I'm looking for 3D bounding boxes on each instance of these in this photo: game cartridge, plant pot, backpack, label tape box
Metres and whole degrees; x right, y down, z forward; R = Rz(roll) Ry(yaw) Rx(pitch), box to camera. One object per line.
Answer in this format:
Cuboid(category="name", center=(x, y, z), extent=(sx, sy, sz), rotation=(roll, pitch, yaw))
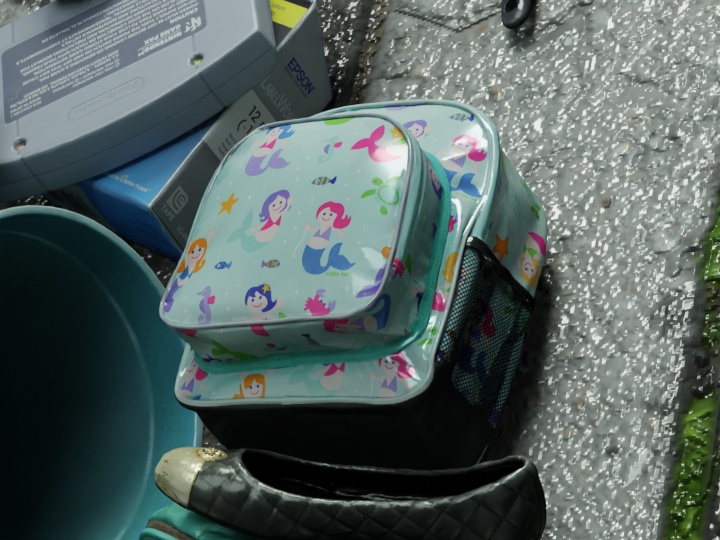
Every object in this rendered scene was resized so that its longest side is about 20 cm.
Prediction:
Cuboid(category="game cartridge", center=(-0.142, -0.118, 1.721), extent=(0.199, 0.041, 0.133), rotation=(-24, 39, 15))
Cuboid(category="plant pot", center=(-0.219, 0.083, 1.588), extent=(0.188, 0.200, 0.201), rotation=(-15, 44, 43))
Cuboid(category="backpack", center=(0.000, 0.000, 1.544), extent=(0.177, 0.151, 0.200), rotation=(-3, 47, 33))
Cuboid(category="label tape box", center=(-0.095, -0.111, 1.757), extent=(0.143, 0.066, 0.200), rotation=(22, 66, 44))

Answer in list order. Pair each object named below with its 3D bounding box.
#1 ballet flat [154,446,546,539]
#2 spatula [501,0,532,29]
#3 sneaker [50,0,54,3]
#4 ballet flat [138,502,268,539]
Cuboid(category="ballet flat", center=(-0.005, 0.105, 1.471), extent=(0.199, 0.057, 0.066), rotation=(6, 21, 11))
Cuboid(category="spatula", center=(0.094, -0.216, 1.756), extent=(0.056, 0.021, 0.201), rotation=(-26, 44, 30))
Cuboid(category="sneaker", center=(-0.172, -0.208, 1.820), extent=(0.075, 0.081, 0.200), rotation=(-26, -2, -4))
Cuboid(category="ballet flat", center=(-0.029, 0.158, 1.480), extent=(0.070, 0.068, 0.200), rotation=(-33, 41, -26))
